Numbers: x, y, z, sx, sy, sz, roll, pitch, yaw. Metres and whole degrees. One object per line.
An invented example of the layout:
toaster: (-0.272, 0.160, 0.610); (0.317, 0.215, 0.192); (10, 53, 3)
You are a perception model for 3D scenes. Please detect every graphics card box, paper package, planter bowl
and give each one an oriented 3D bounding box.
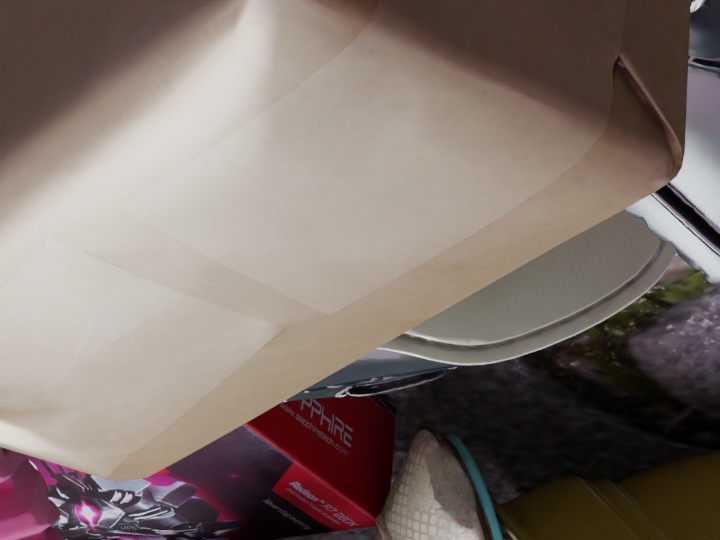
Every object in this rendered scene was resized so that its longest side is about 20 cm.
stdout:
graphics card box: (-0.102, 0.061, 0.954); (0.199, 0.051, 0.125); (-9, 153, 25)
paper package: (-0.027, -0.077, 0.604); (0.103, 0.191, 0.200); (25, 145, -29)
planter bowl: (0.142, 0.123, 0.939); (0.083, 0.200, 0.200); (-45, 133, 1)

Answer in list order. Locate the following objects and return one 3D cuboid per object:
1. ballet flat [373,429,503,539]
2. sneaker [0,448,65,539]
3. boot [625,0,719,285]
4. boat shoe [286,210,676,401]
ballet flat: (0.029, 0.137, 0.961); (0.062, 0.068, 0.200); (-24, 136, -7)
sneaker: (-0.144, 0.022, 0.838); (0.079, 0.095, 0.201); (-11, 116, -14)
boot: (0.133, -0.064, 0.694); (0.200, 0.077, 0.168); (30, 146, -21)
boat shoe: (0.000, 0.002, 0.834); (0.198, 0.075, 0.066); (-20, -177, 1)
